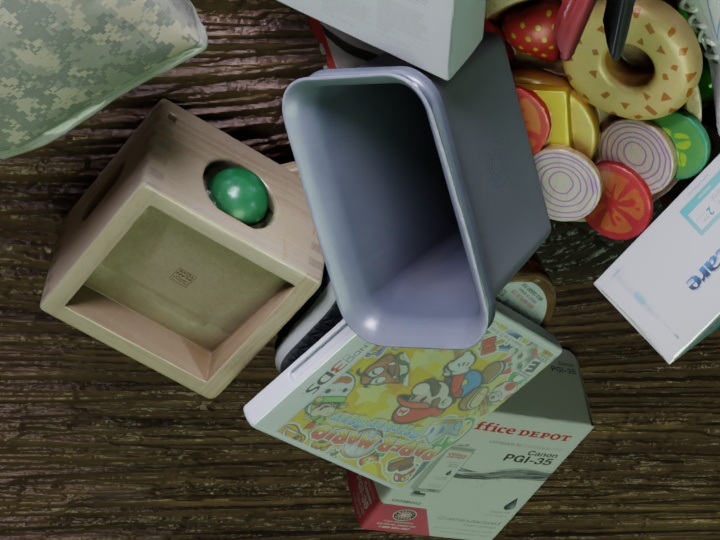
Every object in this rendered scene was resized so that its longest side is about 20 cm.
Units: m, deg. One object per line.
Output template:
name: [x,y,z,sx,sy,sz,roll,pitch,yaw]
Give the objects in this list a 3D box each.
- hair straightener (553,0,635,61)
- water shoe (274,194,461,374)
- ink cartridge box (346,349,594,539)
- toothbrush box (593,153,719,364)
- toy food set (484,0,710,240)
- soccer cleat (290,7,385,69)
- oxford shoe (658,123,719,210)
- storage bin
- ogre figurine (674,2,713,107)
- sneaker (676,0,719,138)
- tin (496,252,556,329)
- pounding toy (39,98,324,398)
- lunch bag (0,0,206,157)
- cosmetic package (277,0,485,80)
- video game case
hair straightener: [0.181,-0.211,1.435,0.076,0.041,0.201,-1,138,-13]
water shoe: [0.000,0.000,1.697,0.071,0.079,0.200,32,114,-31]
ink cartridge box: [0.095,0.153,2.034,0.146,0.083,0.200,9,139,-26]
toothbrush box: [0.275,-0.025,1.680,0.146,0.085,0.200,-48,171,23]
toy food set: [0.149,-0.112,1.600,0.199,0.049,0.199,4,124,17]
soccer cleat: [0.006,-0.172,1.596,0.085,0.069,0.200,-15,139,11]
oxford shoe: [0.237,-0.094,1.753,0.074,0.071,0.200,-38,156,21]
storage bin: [0.044,-0.065,1.557,0.145,0.134,0.201,0,116,38]
ogre figurine: [0.194,-0.159,1.641,0.199,0.098,0.120,1,131,-36]
sneaker: [0.244,-0.190,1.571,0.086,0.201,0.075,-1,-173,-9]
tin: [0.063,0.056,1.758,0.200,0.042,0.112,-38,139,12]
pounding toy: [-0.105,-0.034,1.706,0.183,0.143,0.200,29,128,-19]
lunch bag: [-0.228,-0.173,1.475,0.199,0.118,0.164,-29,142,16]
cosmetic package: [-0.013,-0.225,1.435,0.199,0.052,0.151,27,148,18]
video game case: [0.036,0.083,1.721,0.182,0.023,0.200,-41,143,16]
